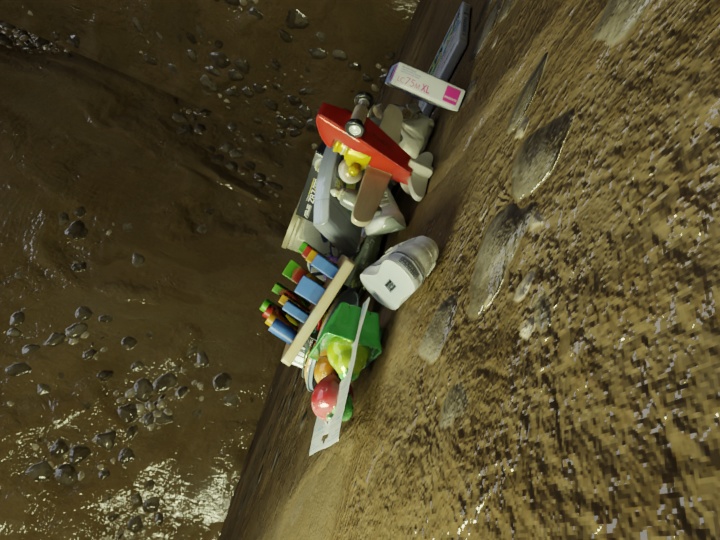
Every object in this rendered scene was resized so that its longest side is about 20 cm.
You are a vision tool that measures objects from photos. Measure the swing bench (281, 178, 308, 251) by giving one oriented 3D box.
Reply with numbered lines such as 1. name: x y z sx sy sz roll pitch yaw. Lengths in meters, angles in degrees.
1. swing bench: -0.106 -0.134 1.525 0.130 0.197 0.202 121 167 -46

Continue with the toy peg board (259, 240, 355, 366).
1. toy peg board: -0.108 0.040 0.919 0.201 0.097 0.199 -57 5 0

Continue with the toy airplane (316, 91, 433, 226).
1. toy airplane: 0.023 -0.182 0.851 0.199 0.202 0.140 -20 -3 -43

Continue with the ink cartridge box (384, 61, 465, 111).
1. ink cartridge box: 0.106 -0.323 0.899 0.200 0.118 0.042 -96 28 -72

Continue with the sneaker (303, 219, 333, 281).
1. sneaker: -0.093 -0.048 1.154 0.115 0.079 0.203 -158 66 -78

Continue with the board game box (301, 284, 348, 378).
1. board game box: -0.075 0.131 1.054 0.136 0.028 0.201 -59 -10 -34

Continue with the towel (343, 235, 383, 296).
1. towel: 0.000 0.000 1.084 0.200 0.036 0.150 123 166 -61

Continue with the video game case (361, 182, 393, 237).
1. video game case: 0.054 -0.207 1.283 0.183 0.023 0.201 -80 13 -53

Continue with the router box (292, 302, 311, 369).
1. router box: -0.104 0.138 1.225 0.200 0.052 0.159 -16 -53 -84

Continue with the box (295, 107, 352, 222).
1. box: -0.066 -0.221 1.068 0.201 0.049 0.162 -70 7 -46

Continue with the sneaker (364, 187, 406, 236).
1. sneaker: 0.035 -0.109 0.924 0.200 0.069 0.081 -116 17 -77

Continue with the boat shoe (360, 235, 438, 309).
1. boat shoe: 0.054 -0.001 0.689 0.070 0.071 0.200 -43 -3 -16

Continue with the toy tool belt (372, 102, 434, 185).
1. toy tool belt: 0.059 -0.262 1.022 0.126 0.122 0.200 -63 7 -12

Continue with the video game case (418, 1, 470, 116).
1. video game case: 0.171 -0.427 1.071 0.201 0.022 0.184 119 168 -48

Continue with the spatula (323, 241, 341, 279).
1. spatula: -0.050 -0.044 1.021 0.201 0.056 0.021 91 -179 -55

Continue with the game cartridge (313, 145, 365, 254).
1. game cartridge: -0.031 -0.148 0.934 0.040 0.133 0.203 -4 64 31

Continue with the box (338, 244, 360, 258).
1. box: -0.028 -0.133 1.147 0.156 0.041 0.203 147 126 -79

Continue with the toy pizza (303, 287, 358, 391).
1. toy pizza: -0.057 0.123 0.938 0.200 0.031 0.203 22 -91 -77

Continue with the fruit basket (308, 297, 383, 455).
1. fruit basket: -0.027 0.161 0.752 0.186 0.092 0.203 124 156 -59
